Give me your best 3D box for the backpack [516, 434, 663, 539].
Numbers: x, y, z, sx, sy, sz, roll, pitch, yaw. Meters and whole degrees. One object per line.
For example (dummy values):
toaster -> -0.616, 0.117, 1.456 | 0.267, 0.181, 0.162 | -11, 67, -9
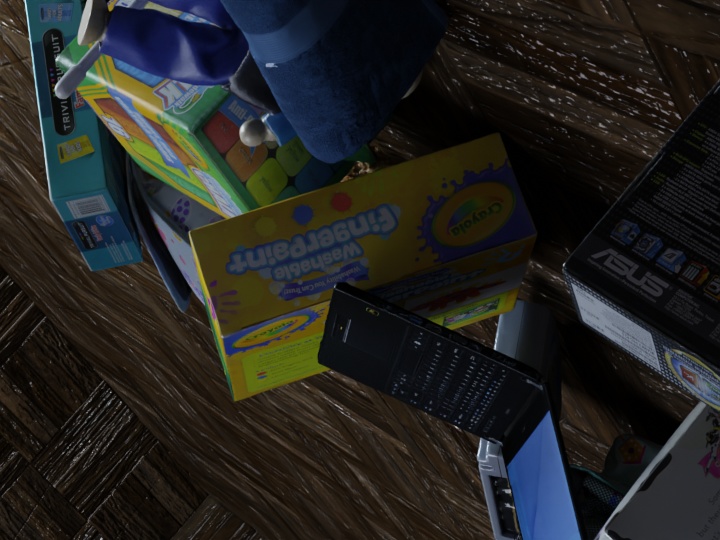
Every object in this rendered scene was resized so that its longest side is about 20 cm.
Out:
backpack -> 0.223, 0.222, 1.439 | 0.199, 0.154, 0.176 | 34, 165, 23

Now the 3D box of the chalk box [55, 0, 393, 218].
chalk box -> -0.073, -0.110, 1.307 | 0.199, 0.124, 0.125 | 30, 163, 43

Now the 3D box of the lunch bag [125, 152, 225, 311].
lunch bag -> -0.111, -0.032, 1.675 | 0.200, 0.127, 0.170 | 43, 166, 31

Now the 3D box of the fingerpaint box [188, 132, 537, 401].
fingerpaint box -> 0.000, 0.000, 1.275 | 0.167, 0.198, 0.074 | 90, 161, -74

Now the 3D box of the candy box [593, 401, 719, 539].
candy box -> 0.249, 0.147, 1.094 | 0.200, 0.168, 0.072 | 40, 165, 10

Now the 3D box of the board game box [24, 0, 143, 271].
board game box -> -0.220, -0.121, 1.616 | 0.151, 0.046, 0.202 | 78, -179, -69

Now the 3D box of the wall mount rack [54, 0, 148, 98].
wall mount rack -> -0.169, -0.208, 1.208 | 0.074, 0.175, 0.200 | -27, 119, 29

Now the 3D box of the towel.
towel -> -0.020, -0.149, 1.053 | 0.048, 0.112, 0.200 | 21, 158, 30

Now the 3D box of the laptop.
laptop -> 0.051, 0.112, 1.190 | 0.198, 0.104, 0.177 | 24, 163, 2

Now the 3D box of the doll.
doll -> -0.056, -0.140, 1.176 | 0.198, 0.138, 0.049 | 16, -163, -14

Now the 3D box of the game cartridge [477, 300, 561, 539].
game cartridge -> 0.115, 0.107, 1.444 | 0.040, 0.135, 0.200 | 3, 155, 10

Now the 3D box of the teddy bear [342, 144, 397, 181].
teddy bear -> 0.004, -0.025, 1.484 | 0.145, 0.067, 0.200 | 41, 168, -6

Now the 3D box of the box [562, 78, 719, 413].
box -> 0.202, -0.001, 0.778 | 0.199, 0.160, 0.044 | 33, 163, 31
